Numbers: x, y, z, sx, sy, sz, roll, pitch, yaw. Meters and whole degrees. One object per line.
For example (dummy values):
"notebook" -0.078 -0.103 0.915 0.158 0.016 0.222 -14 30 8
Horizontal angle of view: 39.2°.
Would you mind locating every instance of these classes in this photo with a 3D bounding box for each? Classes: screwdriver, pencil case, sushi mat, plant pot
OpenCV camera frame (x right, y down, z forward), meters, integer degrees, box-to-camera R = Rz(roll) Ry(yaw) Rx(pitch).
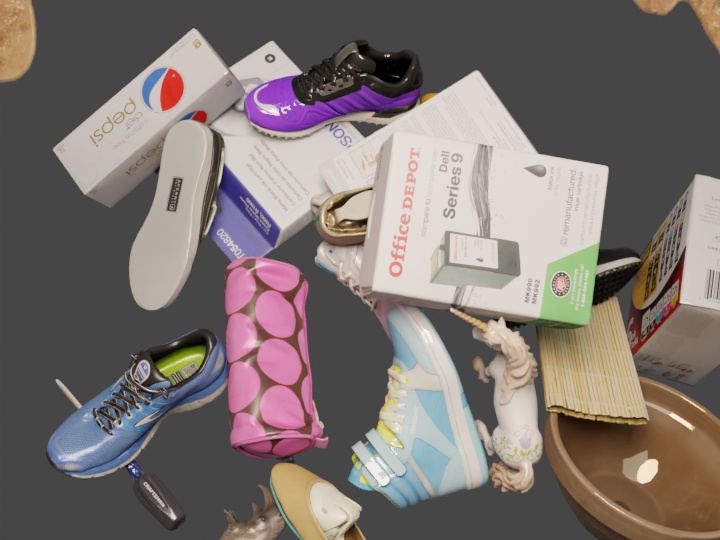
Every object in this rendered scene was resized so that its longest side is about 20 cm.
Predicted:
"screwdriver" -0.237 0.174 0.992 0.029 0.028 0.200 -45 72 12
"pencil case" -0.086 0.085 1.002 0.093 0.091 0.202 -5 66 -5
"sushi mat" 0.223 0.078 1.003 0.095 0.012 0.201 8 34 -1
"plant pot" 0.260 0.198 0.948 0.199 0.093 0.202 11 35 -7

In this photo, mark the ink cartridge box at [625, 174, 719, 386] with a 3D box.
"ink cartridge box" 0.332 -0.003 0.997 0.083 0.200 0.177 13 68 4

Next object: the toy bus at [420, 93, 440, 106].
"toy bus" 0.102 -0.089 1.094 0.077 0.065 0.202 3 67 -1

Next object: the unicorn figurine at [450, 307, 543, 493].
"unicorn figurine" 0.137 0.113 0.952 0.073 0.137 0.202 -20 93 -6

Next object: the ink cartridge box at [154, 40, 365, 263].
"ink cartridge box" -0.113 -0.131 1.114 0.200 0.041 0.200 -39 74 -16

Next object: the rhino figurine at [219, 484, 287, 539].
"rhino figurine" -0.106 0.296 0.928 0.086 0.060 0.202 5 65 4

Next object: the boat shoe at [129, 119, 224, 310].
"boat shoe" -0.183 -0.054 1.061 0.070 0.064 0.202 17 90 24

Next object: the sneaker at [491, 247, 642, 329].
"sneaker" 0.198 -0.008 1.028 0.198 0.070 0.090 -15 61 -29

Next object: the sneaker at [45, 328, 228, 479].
"sneaker" -0.216 0.118 0.969 0.199 0.089 0.078 -37 64 -23

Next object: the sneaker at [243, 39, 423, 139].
"sneaker" -0.026 -0.202 1.073 0.198 0.100 0.070 -9 62 -14

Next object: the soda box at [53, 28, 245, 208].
"soda box" -0.223 -0.160 1.077 0.200 0.064 0.068 -40 74 3

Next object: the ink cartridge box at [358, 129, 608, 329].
"ink cartridge box" 0.108 -0.034 0.911 0.198 0.084 0.148 8 86 -6

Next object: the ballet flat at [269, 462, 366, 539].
"ballet flat" -0.009 0.254 0.945 0.063 0.068 0.201 -41 76 28

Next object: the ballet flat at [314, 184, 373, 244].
"ballet flat" 0.051 -0.066 0.981 0.198 0.070 0.070 -13 68 4

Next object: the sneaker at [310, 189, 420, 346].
"sneaker" 0.000 0.000 1.043 0.086 0.075 0.202 -14 66 -16

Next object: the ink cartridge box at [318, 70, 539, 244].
"ink cartridge box" 0.081 -0.090 1.043 0.199 0.057 0.163 -32 70 2

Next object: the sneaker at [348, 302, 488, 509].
"sneaker" 0.034 0.137 0.961 0.129 0.080 0.202 -22 98 -7
